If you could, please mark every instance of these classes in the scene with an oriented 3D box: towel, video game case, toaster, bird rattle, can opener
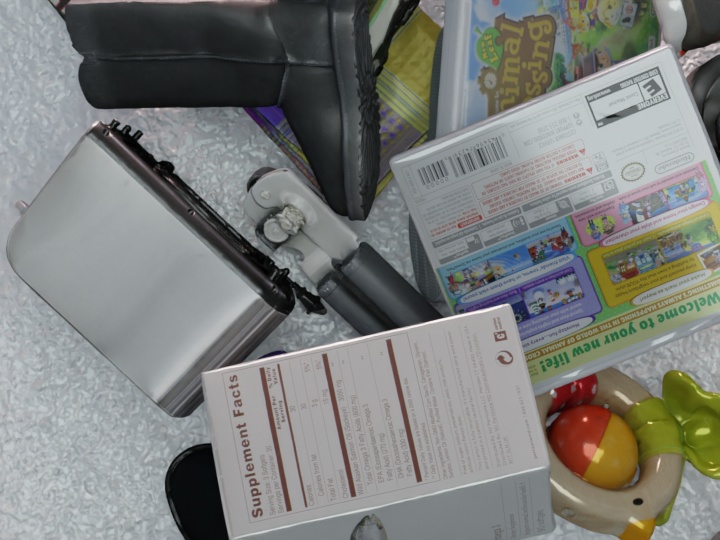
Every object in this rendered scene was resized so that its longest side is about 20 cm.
[{"bbox_3d":[-0.024,-0.155,1.717,0.144,0.023,0.200,-43,89,-3],"label":"towel"},{"bbox_3d":[0.132,-0.139,1.655,0.182,0.022,0.201,1,96,-36],"label":"video game case"},{"bbox_3d":[0.144,-0.027,1.581,0.200,0.022,0.182,-22,96,7],"label":"video game case"},{"bbox_3d":[-0.134,0.002,1.629,0.200,0.181,0.119,43,92,0],"label":"toaster"},{"bbox_3d":[0.160,0.100,1.640,0.200,0.113,0.163,36,43,-10],"label":"bird rattle"},{"bbox_3d":[0.000,0.000,1.690,0.200,0.066,0.053,46,125,-5],"label":"can opener"}]

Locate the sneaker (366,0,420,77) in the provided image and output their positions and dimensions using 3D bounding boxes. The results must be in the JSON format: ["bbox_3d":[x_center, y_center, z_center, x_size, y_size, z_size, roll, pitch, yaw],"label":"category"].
[{"bbox_3d":[-0.010,-0.189,1.643,0.089,0.077,0.200,34,114,6],"label":"sneaker"}]

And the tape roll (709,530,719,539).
[{"bbox_3d":[0.321,0.257,1.648,0.202,0.139,0.203,0,87,-3],"label":"tape roll"}]

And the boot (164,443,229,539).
[{"bbox_3d":[-0.063,0.203,1.623,0.076,0.168,0.200,-33,88,-3],"label":"boot"}]

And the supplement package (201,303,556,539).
[{"bbox_3d":[0.012,0.115,1.511,0.199,0.117,0.118,-13,64,1],"label":"supplement package"}]

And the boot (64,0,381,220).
[{"bbox_3d":[-0.091,-0.115,1.621,0.199,0.066,0.165,2,113,13],"label":"boot"}]

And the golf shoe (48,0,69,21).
[{"bbox_3d":[-0.189,-0.190,1.686,0.200,0.077,0.088,27,116,14],"label":"golf shoe"}]

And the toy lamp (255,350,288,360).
[{"bbox_3d":[-0.019,0.146,1.630,0.058,0.058,0.200,-30,106,-3],"label":"toy lamp"}]

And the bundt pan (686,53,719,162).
[{"bbox_3d":[0.273,-0.060,1.632,0.076,0.202,0.202,-20,88,-8],"label":"bundt pan"}]

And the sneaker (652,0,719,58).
[{"bbox_3d":[0.248,-0.193,1.636,0.082,0.200,0.077,-14,95,23],"label":"sneaker"}]

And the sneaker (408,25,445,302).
[{"bbox_3d":[0.084,-0.074,1.687,0.071,0.073,0.201,2,104,-27],"label":"sneaker"}]
